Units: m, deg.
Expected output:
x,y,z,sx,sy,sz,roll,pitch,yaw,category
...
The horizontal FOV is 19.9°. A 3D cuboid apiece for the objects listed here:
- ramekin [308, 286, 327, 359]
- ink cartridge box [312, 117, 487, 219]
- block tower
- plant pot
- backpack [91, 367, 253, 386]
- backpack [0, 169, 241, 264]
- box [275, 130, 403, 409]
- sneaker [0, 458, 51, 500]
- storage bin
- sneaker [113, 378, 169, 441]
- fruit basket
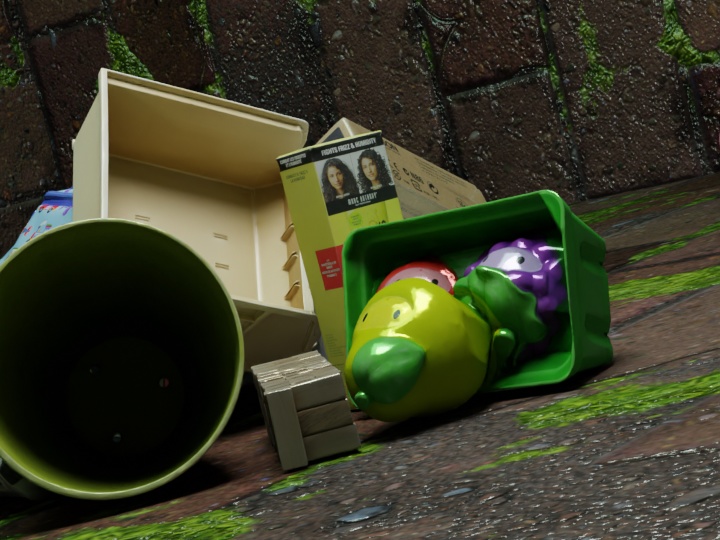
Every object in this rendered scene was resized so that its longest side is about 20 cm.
x,y,z,sx,sy,sz,roll,pitch,yaw,category
0.046,0.034,1.702,0.199,0.098,0.200,-13,4,1,ramekin
0.005,-0.028,1.817,0.165,0.075,0.199,-43,-40,20,ink cartridge box
-0.040,0.095,1.427,0.057,0.054,0.200,-15,4,-4,block tower
-0.175,0.077,1.448,0.186,0.188,0.200,-14,-11,-6,plant pot
-0.145,0.052,1.884,0.167,0.127,0.200,-42,14,-34,backpack
-0.203,-0.022,1.763,0.200,0.134,0.182,-53,26,-12,backpack
0.000,0.000,1.563,0.075,0.202,0.050,-15,3,-37,box
-0.270,0.147,1.526,0.086,0.075,0.200,-34,7,-7,sneaker
-0.129,-0.035,1.636,0.197,0.201,0.094,12,-40,-23,storage bin
-0.191,0.107,1.660,0.080,0.075,0.200,-16,3,-31,sneaker
0.058,0.032,1.441,0.214,0.157,0.216,-3,-11,0,fruit basket
